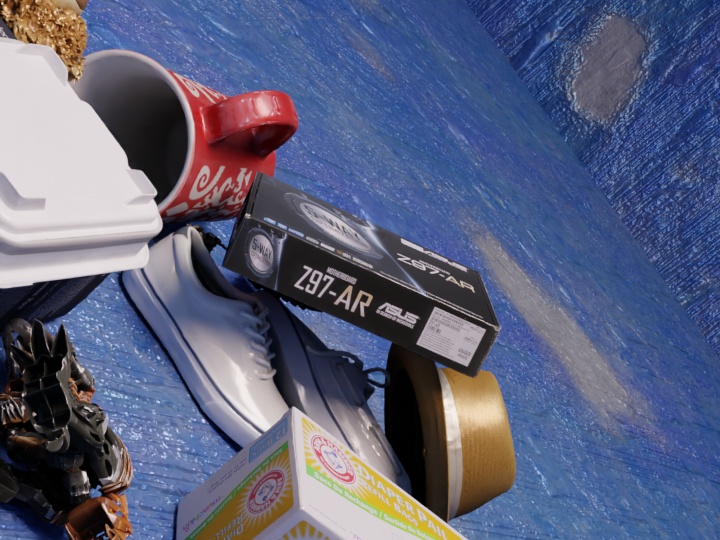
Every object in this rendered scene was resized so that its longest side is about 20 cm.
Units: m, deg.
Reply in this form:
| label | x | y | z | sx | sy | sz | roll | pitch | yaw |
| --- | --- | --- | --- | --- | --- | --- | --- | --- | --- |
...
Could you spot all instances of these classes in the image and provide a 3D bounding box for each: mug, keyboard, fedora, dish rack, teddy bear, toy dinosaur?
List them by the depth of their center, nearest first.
| label | x | y | z | sx | sy | sz | roll | pitch | yaw |
| --- | --- | --- | --- | --- | --- | --- | --- | --- | --- |
| toy dinosaur | -0.164 | 0.098 | 0.809 | 0.200 | 0.102 | 0.136 | 36 | -10 | 35 |
| dish rack | -0.195 | -0.074 | 0.815 | 0.172 | 0.044 | 0.200 | 52 | 18 | 10 |
| teddy bear | -0.255 | -0.222 | 1.034 | 0.200 | 0.067 | 0.145 | 47 | -16 | 34 |
| fedora | 0.072 | 0.135 | 1.138 | 0.201 | 0.082 | 0.201 | 175 | -90 | -80 |
| mug | -0.134 | -0.090 | 1.164 | 0.177 | 0.134 | 0.200 | 15 | 4 | 17 |
| keyboard | -0.085 | 0.003 | 1.184 | 0.127 | 0.021 | 0.200 | 30 | -5 | 0 |

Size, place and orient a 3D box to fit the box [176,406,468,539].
| label | x | y | z | sx | sy | sz | roll | pitch | yaw |
| --- | --- | --- | --- | --- | --- | --- | --- | --- | --- |
| box | -0.009 | 0.199 | 0.927 | 0.200 | 0.112 | 0.101 | 40 | 20 | -25 |

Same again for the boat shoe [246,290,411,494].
| label | x | y | z | sx | sy | sz | roll | pitch | yaw |
| --- | --- | --- | --- | --- | --- | --- | --- | --- | --- |
| boat shoe | -0.018 | 0.096 | 1.125 | 0.086 | 0.075 | 0.202 | -17 | 65 | -33 |

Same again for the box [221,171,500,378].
| label | x | y | z | sx | sy | sz | roll | pitch | yaw |
| --- | --- | --- | --- | --- | --- | --- | --- | --- | --- |
| box | 0.000 | 0.000 | 1.090 | 0.200 | 0.044 | 0.160 | 24 | 13 | -6 |

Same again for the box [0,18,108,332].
| label | x | y | z | sx | sy | sz | roll | pitch | yaw |
| --- | --- | --- | --- | --- | --- | --- | --- | --- | --- |
| box | -0.253 | -0.064 | 0.892 | 0.200 | 0.104 | 0.182 | 52 | 19 | 6 |

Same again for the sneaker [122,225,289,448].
| label | x | y | z | sx | sy | sz | roll | pitch | yaw |
| --- | --- | --- | --- | --- | --- | --- | --- | --- | --- |
| sneaker | -0.096 | 0.056 | 1.078 | 0.200 | 0.071 | 0.073 | 51 | 18 | 5 |
